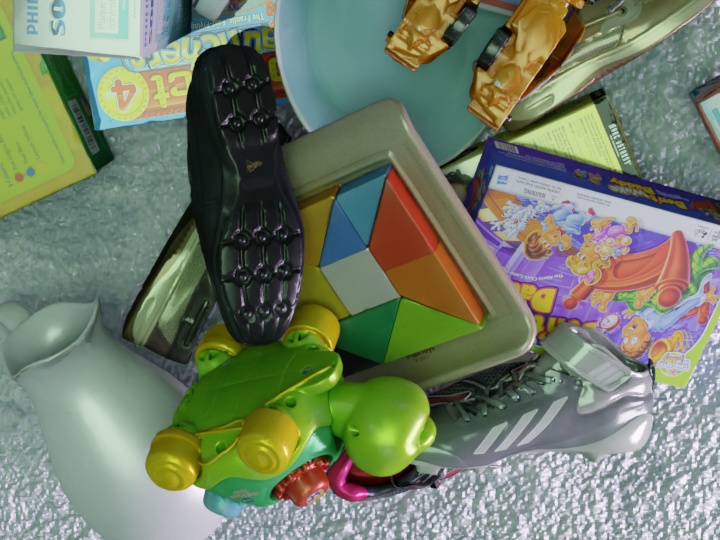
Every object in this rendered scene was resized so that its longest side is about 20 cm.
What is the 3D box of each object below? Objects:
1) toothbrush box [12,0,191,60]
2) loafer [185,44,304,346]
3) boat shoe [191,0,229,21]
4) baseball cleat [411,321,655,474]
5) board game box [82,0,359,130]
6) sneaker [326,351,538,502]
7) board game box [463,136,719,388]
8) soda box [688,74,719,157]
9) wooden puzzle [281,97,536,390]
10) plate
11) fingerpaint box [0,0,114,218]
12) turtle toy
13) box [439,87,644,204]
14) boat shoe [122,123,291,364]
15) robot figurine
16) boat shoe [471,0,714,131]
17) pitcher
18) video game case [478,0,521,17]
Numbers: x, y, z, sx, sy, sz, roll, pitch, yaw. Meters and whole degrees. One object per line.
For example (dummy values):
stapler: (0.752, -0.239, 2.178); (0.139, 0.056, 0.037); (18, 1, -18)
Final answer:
toothbrush box: (-0.161, -0.219, 1.135); (0.084, 0.200, 0.148); (4, 102, 4)
loafer: (-0.080, -0.051, 1.187); (0.068, 0.070, 0.203); (-8, 94, -21)
boat shoe: (-0.081, -0.270, 1.181); (0.065, 0.072, 0.201); (22, 101, -8)
baseball cleat: (0.111, 0.087, 1.245); (0.198, 0.070, 0.107); (-3, 112, -15)
board game box: (-0.108, -0.213, 1.263); (0.198, 0.056, 0.198); (-8, 101, 6)
sneaker: (0.068, 0.125, 1.313); (0.199, 0.075, 0.081); (-24, 99, 8)
board game box: (0.163, -0.003, 1.256); (0.198, 0.045, 0.135); (14, 118, -12)
soda box: (0.308, -0.052, 1.260); (0.063, 0.068, 0.201); (-27, 98, 10)
wooden puzzle: (0.000, 0.000, 1.221); (0.184, 0.037, 0.201); (-22, 109, 32)
plate: (0.022, -0.167, 1.241); (0.199, 0.026, 0.202); (-3, 96, -31)
fingerpaint box: (-0.299, -0.133, 1.286); (0.166, 0.073, 0.201); (-24, 99, 8)
turtle toy: (-0.046, 0.105, 1.205); (0.199, 0.146, 0.101); (-12, 124, 28)
box: (0.101, -0.058, 1.284); (0.199, 0.050, 0.076); (-25, 100, 8)
boat shoe: (-0.102, -0.021, 1.301); (0.066, 0.072, 0.202); (31, 102, -14)
robot figurine: (0.109, -0.206, 1.197); (0.145, 0.058, 0.201); (35, 88, -1)
boat shoe: (0.173, -0.176, 1.243); (0.199, 0.072, 0.065); (-32, 93, 9)
pitcher: (-0.191, 0.109, 1.312); (0.121, 0.171, 0.201); (-41, 117, -16)
video game case: (0.079, -0.288, 1.214); (0.142, 0.017, 0.202); (10, 102, -31)
